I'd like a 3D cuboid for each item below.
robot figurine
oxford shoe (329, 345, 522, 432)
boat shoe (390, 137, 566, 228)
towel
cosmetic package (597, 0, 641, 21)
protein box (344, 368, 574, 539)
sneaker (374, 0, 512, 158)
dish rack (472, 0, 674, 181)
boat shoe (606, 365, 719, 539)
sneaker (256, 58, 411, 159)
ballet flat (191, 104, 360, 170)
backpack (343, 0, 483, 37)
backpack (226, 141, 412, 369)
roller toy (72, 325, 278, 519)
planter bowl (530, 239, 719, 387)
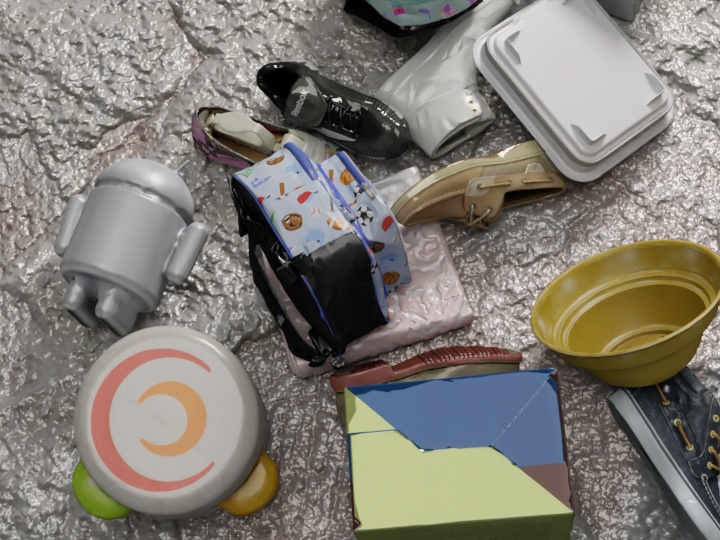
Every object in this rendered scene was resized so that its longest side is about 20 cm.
[{"bbox_3d":[-0.247,-0.034,1.557,0.168,0.113,0.201,15,71,16],"label":"robot figurine"},{"bbox_3d":[0.071,0.122,1.496,0.198,0.070,0.076,-10,94,1],"label":"oxford shoe"},{"bbox_3d":[0.127,-0.081,1.543,0.199,0.071,0.065,-21,75,-18],"label":"boat shoe"},{"bbox_3d":[0.000,0.000,1.561,0.198,0.032,0.192,-18,68,0],"label":"towel"},{"bbox_3d":[0.253,-0.419,1.651,0.198,0.123,0.201,21,71,14],"label":"cosmetic package"},{"bbox_3d":[0.094,0.194,1.380,0.197,0.200,0.136,-5,67,4],"label":"protein box"},{"bbox_3d":[0.121,-0.213,1.616,0.200,0.074,0.116,-45,73,-2],"label":"sneaker"},{"bbox_3d":[0.236,-0.211,1.575,0.171,0.044,0.200,-34,79,-23],"label":"dish rack"},{"bbox_3d":[0.330,0.182,1.427,0.090,0.071,0.201,-30,66,-2],"label":"boat shoe"},{"bbox_3d":[-0.038,-0.174,1.586,0.199,0.090,0.067,33,110,28],"label":"sneaker"},{"bbox_3d":[-0.098,-0.136,1.604,0.198,0.071,0.070,18,70,13],"label":"ballet flat"},{"bbox_3d":[0.052,-0.344,1.610,0.166,0.127,0.200,-29,36,-1],"label":"backpack"},{"bbox_3d":[-0.045,-0.035,1.469,0.154,0.201,0.191,-34,59,-15],"label":"backpack"},{"bbox_3d":[-0.183,0.154,1.460,0.198,0.140,0.184,-3,78,1],"label":"roller toy"},{"bbox_3d":[0.276,0.057,1.457,0.199,0.084,0.201,-19,26,10],"label":"planter bowl"}]
